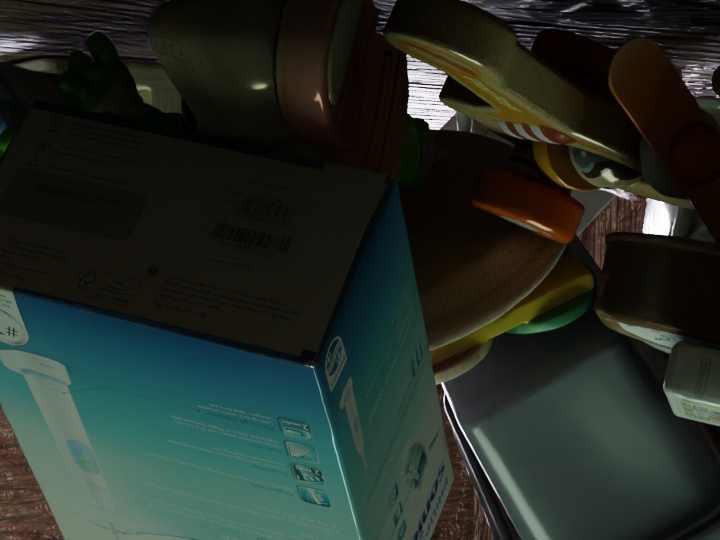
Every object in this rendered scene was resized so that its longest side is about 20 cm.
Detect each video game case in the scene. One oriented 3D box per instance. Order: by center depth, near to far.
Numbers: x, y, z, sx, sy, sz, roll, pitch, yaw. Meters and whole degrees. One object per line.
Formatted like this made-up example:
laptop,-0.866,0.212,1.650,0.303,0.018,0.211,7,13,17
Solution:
video game case,0.209,0.065,0.878,0.181,0.023,0.200,13,176,10

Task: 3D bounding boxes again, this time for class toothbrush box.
toothbrush box,-0.053,0.043,0.848,0.146,0.086,0.201,12,146,19

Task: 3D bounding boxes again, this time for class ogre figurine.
ogre figurine,-0.046,-0.055,0.976,0.119,0.099,0.200,15,177,34

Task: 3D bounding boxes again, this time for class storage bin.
storage bin,0.097,0.045,1.067,0.145,0.135,0.200,-30,-143,5

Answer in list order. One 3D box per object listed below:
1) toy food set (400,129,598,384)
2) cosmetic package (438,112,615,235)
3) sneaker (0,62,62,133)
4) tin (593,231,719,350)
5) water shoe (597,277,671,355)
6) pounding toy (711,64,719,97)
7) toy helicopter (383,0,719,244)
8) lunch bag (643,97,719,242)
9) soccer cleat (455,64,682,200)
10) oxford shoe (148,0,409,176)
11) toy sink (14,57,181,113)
toy food set,0.000,0.000,1.007,0.199,0.049,0.198,-23,-151,-14
cosmetic package,0.050,-0.020,1.259,0.200,0.052,0.151,-45,-161,-21
sneaker,-0.122,-0.029,1.021,0.086,0.201,0.075,-3,138,-34
tin,0.185,0.026,0.850,0.199,0.042,0.112,14,180,4
water shoe,0.201,0.007,0.951,0.199,0.079,0.071,13,-165,15
pounding toy,0.282,-0.043,1.008,0.199,0.143,0.184,2,-161,27
toy helicopter,0.078,-0.059,0.856,0.132,0.079,0.200,23,178,35
lunch bag,0.269,-0.038,1.305,0.199,0.118,0.164,4,179,2
soccer cleat,0.100,-0.069,1.104,0.085,0.069,0.200,-4,-174,-10
oxford shoe,-0.025,-0.061,0.841,0.073,0.071,0.200,7,162,11
toy sink,-0.093,-0.047,1.189,0.199,0.113,0.130,1,180,-28
